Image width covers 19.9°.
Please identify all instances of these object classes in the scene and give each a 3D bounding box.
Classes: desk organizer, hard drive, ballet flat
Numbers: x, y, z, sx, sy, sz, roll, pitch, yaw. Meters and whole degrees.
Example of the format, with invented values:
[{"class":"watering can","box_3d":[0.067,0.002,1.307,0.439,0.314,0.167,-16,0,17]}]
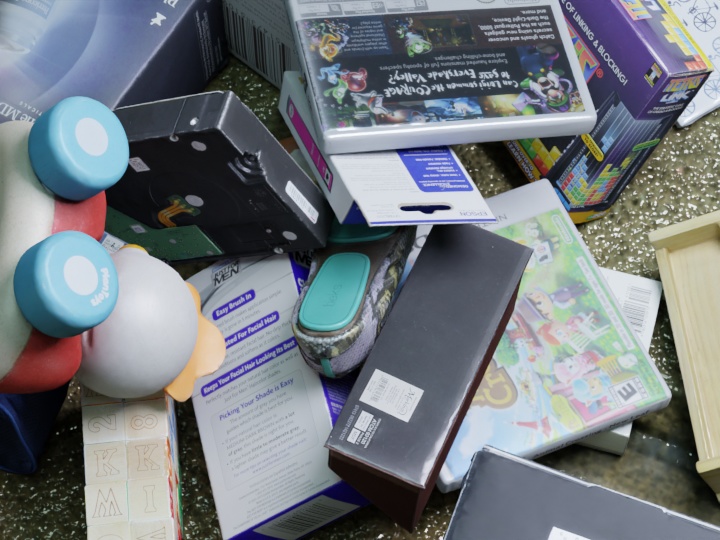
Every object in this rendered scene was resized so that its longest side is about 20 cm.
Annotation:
[{"class":"desk organizer","box_3d":[0.045,0.068,1.385,0.071,0.077,0.201,22,59,9]},{"class":"hard drive","box_3d":[-0.133,-0.059,1.417,0.199,0.140,0.038,-7,52,34]},{"class":"ballet flat","box_3d":[0.000,0.000,1.427,0.071,0.072,0.201,14,45,8]}]

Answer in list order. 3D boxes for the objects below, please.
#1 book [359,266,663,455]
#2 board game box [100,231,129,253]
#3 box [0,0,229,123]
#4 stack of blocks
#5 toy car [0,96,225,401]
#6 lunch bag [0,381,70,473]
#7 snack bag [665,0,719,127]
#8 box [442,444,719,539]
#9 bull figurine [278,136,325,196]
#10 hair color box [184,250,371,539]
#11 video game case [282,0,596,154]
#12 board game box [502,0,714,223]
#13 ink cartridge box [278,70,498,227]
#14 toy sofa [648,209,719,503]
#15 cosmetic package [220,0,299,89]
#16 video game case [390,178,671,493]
[{"class":"book","box_3d":[0.111,0.045,1.499,0.198,0.048,0.135,14,60,7]},{"class":"board game box","box_3d":[-0.247,-0.022,1.487,0.199,0.136,0.035,27,72,14]},{"class":"box","box_3d":[-0.237,-0.166,1.575,0.199,0.124,0.199,27,67,15]},{"class":"stack of blocks","box_3d":[-0.154,0.152,1.404,0.058,0.115,0.202,-6,62,-2]},{"class":"toy car","box_3d":[-0.172,0.010,1.340,0.199,0.184,0.179,21,58,-36]},{"class":"lunch bag","box_3d":[-0.296,0.041,1.455,0.198,0.136,0.133,17,62,11]},{"class":"snack bag","box_3d":[0.289,-0.223,1.653,0.199,0.021,0.189,-25,64,-12]},{"class":"box","box_3d":[0.144,0.232,1.310,0.198,0.197,0.125,18,64,10]},{"class":"bull figurine","box_3d":[-0.059,-0.061,1.524,0.199,0.121,0.066,-21,100,-18]},{"class":"hair color box","box_3d":[-0.060,0.084,1.442,0.109,0.065,0.202,-28,62,25]},{"class":"video game case","box_3d":[0.049,-0.167,1.442,0.198,0.023,0.183,-5,59,-16]},{"class":"board game box","box_3d":[0.154,-0.164,1.541,0.056,0.166,0.201,-11,57,-37]},{"class":"ink cartridge box","box_3d":[0.016,-0.076,1.417,0.094,0.037,0.200,-2,34,-21]},{"class":"toy sofa","box_3d":[0.273,0.063,1.475,0.082,0.098,0.202,-18,61,18]},{"class":"cosmetic package","box_3d":[-0.022,-0.262,1.597,0.164,0.165,0.200,36,68,17]},{"class":"video game case","box_3d":[0.097,0.042,1.465,0.181,0.022,0.201,-19,62,-16]}]
